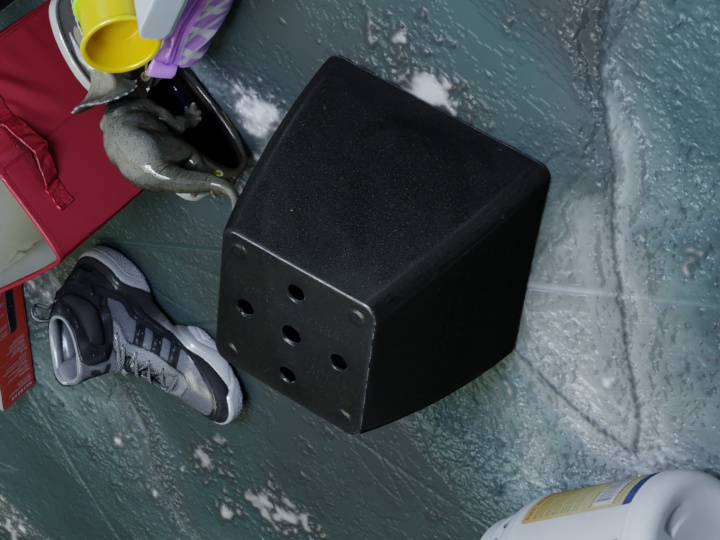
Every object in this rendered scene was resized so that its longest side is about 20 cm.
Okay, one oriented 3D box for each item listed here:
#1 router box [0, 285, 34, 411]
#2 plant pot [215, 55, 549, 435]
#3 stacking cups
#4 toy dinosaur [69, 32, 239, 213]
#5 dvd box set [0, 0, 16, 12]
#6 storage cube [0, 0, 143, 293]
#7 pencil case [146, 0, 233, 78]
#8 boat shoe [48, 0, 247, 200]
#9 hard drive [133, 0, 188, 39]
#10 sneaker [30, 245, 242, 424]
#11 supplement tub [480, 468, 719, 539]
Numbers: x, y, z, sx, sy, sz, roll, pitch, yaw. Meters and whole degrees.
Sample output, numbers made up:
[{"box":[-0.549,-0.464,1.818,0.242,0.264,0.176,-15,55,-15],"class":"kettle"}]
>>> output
[{"box":[-0.412,0.020,2.117,0.199,0.049,0.181,24,136,26],"class":"router box"},{"box":[0.000,0.000,1.620,0.199,0.177,0.200,29,139,20],"class":"plant pot"},{"box":[-0.191,-0.239,1.612,0.061,0.060,0.201,112,150,-49],"class":"stacking cups"},{"box":[-0.157,-0.089,1.647,0.077,0.102,0.201,-51,49,27],"class":"toy dinosaur"},{"box":[-0.358,-0.271,1.741,0.199,0.146,0.029,37,143,11],"class":"dvd box set"},{"box":[-0.276,-0.101,1.784,0.199,0.180,0.172,-22,107,49],"class":"storage cube"},{"box":[-0.111,-0.229,1.596,0.200,0.083,0.086,130,136,-53],"class":"pencil case"},{"box":[-0.165,-0.148,1.733,0.060,0.072,0.202,-22,113,45],"class":"boat shoe"},{"box":[-0.139,-0.282,1.526,0.132,0.026,0.201,124,141,-51],"class":"hard drive"},{"box":[-0.201,0.080,1.923,0.200,0.114,0.075,46,142,1],"class":"sneaker"},{"box":[0.192,0.235,1.670,0.199,0.144,0.145,-19,109,49],"class":"supplement tub"}]
